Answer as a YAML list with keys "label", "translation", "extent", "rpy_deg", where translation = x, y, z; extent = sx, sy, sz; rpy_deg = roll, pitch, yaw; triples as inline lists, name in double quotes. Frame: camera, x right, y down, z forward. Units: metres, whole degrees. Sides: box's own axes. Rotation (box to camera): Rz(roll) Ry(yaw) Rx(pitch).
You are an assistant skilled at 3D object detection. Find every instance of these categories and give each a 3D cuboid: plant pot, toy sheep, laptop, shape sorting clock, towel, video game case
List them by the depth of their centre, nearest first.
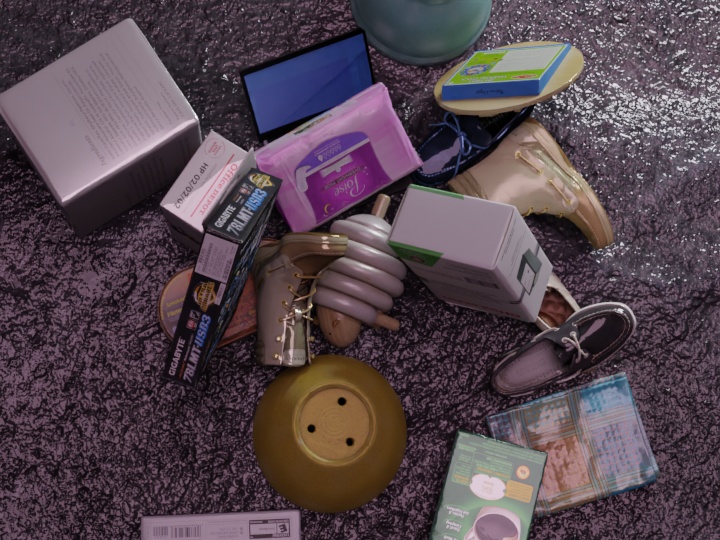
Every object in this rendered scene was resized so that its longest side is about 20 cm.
- label: "plant pot"
  translation: [-0.034, 0.194, 1.484]
  extent: [0.198, 0.142, 0.202]
  rpy_deg: [1, 79, -4]
- label: "video game case"
  translation: [-0.170, 0.392, 1.494]
  extent: [0.198, 0.022, 0.184]
  rpy_deg: [-2, 78, -5]
- label: "toy sheep"
  translation: [0.000, 0.000, 1.536]
  extent: [0.137, 0.138, 0.201]
  rpy_deg: [18, 81, 0]
- label: "towel"
  translation: [0.274, 0.227, 1.560]
  extent: [0.198, 0.022, 0.148]
  rpy_deg: [-16, 79, -7]
- label: "laptop"
  translation: [-0.041, -0.183, 1.582]
  extent: [0.176, 0.103, 0.201]
  rpy_deg: [-21, 80, -7]
- label: "shape sorting clock"
  translation: [0.194, -0.251, 1.586]
  extent: [0.199, 0.200, 0.039]
  rpy_deg: [-19, 117, -8]
- label: "plant pot"
  translation: [0.088, -0.392, 1.620]
  extent: [0.198, 0.134, 0.202]
  rpy_deg: [1, 79, -4]

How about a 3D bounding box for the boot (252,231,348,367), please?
- label: "boot"
  translation: [-0.074, 0.038, 1.457]
  extent: [0.072, 0.200, 0.156]
  rpy_deg: [6, 77, -30]

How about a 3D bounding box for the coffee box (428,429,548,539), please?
- label: "coffee box"
  translation: [0.152, 0.310, 1.513]
  extent: [0.122, 0.044, 0.202]
  rpy_deg: [14, 81, 4]

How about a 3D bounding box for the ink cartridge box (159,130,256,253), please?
- label: "ink cartridge box"
  translation: [-0.186, -0.095, 1.503]
  extent: [0.068, 0.200, 0.116]
  rpy_deg: [32, 77, 3]

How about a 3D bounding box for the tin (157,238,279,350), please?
- label: "tin"
  translation: [-0.164, 0.033, 1.562]
  extent: [0.199, 0.042, 0.113]
  rpy_deg: [-22, 85, -9]

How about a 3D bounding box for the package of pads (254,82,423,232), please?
- label: "package of pads"
  translation: [-0.029, -0.141, 1.549]
  extent: [0.199, 0.076, 0.121]
  rpy_deg: [-30, 107, -5]

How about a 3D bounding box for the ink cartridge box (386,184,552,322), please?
- label: "ink cartridge box"
  translation: [0.139, -0.018, 1.493]
  extent: [0.145, 0.200, 0.085]
  rpy_deg: [14, 75, 26]

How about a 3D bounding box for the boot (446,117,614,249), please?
- label: "boot"
  translation: [0.225, -0.079, 1.596]
  extent: [0.155, 0.073, 0.201]
  rpy_deg: [-37, 91, -6]

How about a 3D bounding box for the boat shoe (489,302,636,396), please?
- label: "boat shoe"
  translation: [0.252, 0.102, 1.523]
  extent: [0.199, 0.060, 0.074]
  rpy_deg: [-24, 91, 19]

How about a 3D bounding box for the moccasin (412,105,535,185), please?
- label: "moccasin"
  translation: [0.148, -0.193, 1.615]
  extent: [0.200, 0.068, 0.081]
  rpy_deg: [-40, 83, -11]

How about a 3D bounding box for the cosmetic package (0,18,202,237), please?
- label: "cosmetic package"
  translation: [-0.323, -0.175, 1.529]
  extent: [0.199, 0.165, 0.166]
  rpy_deg: [-33, 82, -11]

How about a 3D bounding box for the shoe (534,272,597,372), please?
- label: "shoe"
  translation: [0.250, 0.045, 1.580]
  extent: [0.070, 0.053, 0.200]
  rpy_deg: [-39, 83, -11]

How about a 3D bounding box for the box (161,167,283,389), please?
- label: "box"
  translation: [-0.160, 0.005, 1.410]
  extent: [0.049, 0.200, 0.200]
  rpy_deg: [23, 117, -1]
